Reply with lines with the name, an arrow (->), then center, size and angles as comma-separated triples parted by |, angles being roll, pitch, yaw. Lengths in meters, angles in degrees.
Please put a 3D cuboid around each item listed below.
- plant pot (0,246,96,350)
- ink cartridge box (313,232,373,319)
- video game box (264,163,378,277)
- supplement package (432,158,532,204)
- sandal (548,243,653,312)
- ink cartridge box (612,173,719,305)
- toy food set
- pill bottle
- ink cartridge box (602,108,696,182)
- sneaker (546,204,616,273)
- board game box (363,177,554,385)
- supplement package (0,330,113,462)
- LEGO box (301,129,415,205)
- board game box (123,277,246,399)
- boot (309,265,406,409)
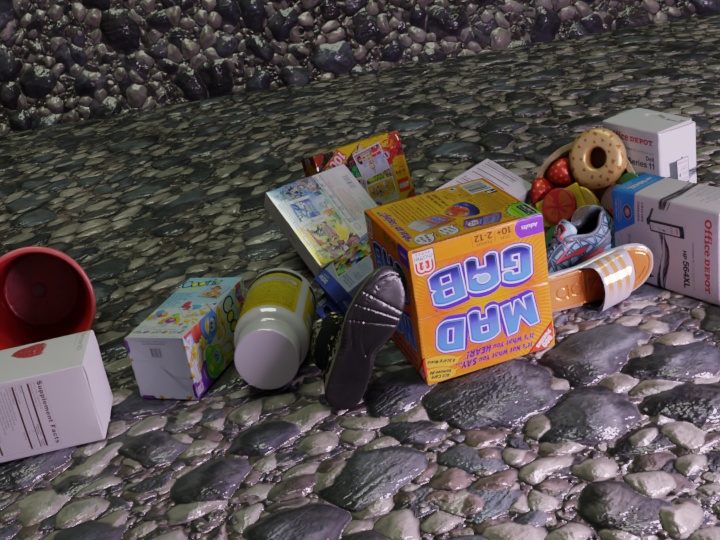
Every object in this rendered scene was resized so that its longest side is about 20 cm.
plant pot -> -0.551, 0.047, 1.624 | 0.198, 0.203, 0.177 | -16, 14, -13
ink cartridge box -> 0.000, 0.000, 1.560 | 0.200, 0.042, 0.119 | -43, 28, -3
video game box -> -0.055, -0.094, 1.775 | 0.180, 0.047, 0.201 | -21, 59, -29
supplement package -> 0.199, -0.094, 1.659 | 0.109, 0.115, 0.199 | 33, 42, 24
sandal -> 0.344, 0.028, 1.406 | 0.204, 0.080, 0.059 | -20, 24, 1
ink cartridge box -> 0.482, -0.050, 1.423 | 0.083, 0.148, 0.199 | -21, 24, -28
toy food set -> 0.377, -0.123, 1.598 | 0.199, 0.201, 0.048 | -29, -18, 28
pill bottle -> -0.128, 0.086, 1.420 | 0.112, 0.116, 0.201 | -8, 22, 6
ink cartridge box -> 0.487, -0.158, 1.602 | 0.082, 0.203, 0.146 | -18, 23, -21
sneaker -> 0.316, -0.037, 1.502 | 0.199, 0.096, 0.079 | -32, 34, -14
board game box -> 0.139, 0.008, 1.369 | 0.197, 0.203, 0.200 | -15, 23, -12
supplement package -> -0.465, 0.180, 1.340 | 0.197, 0.122, 0.121 | -12, 22, -5
LEGO box -> -0.004, -0.184, 1.934 | 0.198, 0.151, 0.077 | -21, 9, -23
board game box -> -0.255, 0.100, 1.455 | 0.103, 0.104, 0.200 | -1, 25, 22
boot -> -0.012, 0.073, 1.321 | 0.073, 0.206, 0.154 | 19, 9, -19
